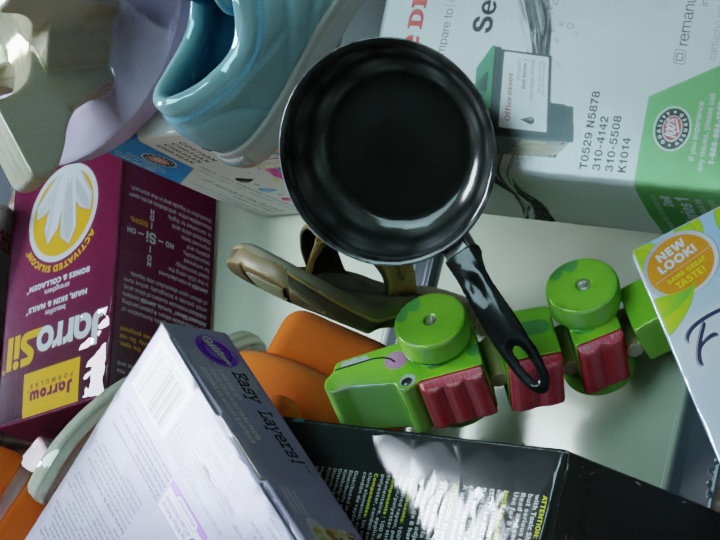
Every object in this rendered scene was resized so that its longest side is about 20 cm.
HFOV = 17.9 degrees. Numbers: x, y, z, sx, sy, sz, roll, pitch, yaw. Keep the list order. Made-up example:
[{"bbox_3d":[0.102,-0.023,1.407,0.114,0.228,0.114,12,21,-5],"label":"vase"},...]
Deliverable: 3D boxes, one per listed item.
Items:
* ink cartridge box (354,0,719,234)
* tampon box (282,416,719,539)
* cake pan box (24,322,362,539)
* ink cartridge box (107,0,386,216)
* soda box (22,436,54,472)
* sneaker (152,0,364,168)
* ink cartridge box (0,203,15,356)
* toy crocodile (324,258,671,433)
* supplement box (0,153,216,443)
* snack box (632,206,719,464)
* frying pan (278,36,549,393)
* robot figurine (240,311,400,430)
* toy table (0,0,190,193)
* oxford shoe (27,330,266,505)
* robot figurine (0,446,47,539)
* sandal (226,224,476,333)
[{"bbox_3d":[0.110,-0.103,1.186,0.199,0.084,0.147,6,76,21],"label":"ink cartridge box"},{"bbox_3d":[0.060,0.156,1.123,0.200,0.150,0.127,3,75,47],"label":"tampon box"},{"bbox_3d":[-0.089,0.153,1.123,0.184,0.052,0.200,-56,47,21],"label":"cake pan box"},{"bbox_3d":[-0.030,-0.124,1.338,0.200,0.147,0.145,-3,71,45],"label":"ink cartridge box"},{"bbox_3d":[-0.225,0.203,1.450,0.200,0.068,0.064,-51,47,17],"label":"soda box"},{"bbox_3d":[-0.047,-0.157,1.199,0.074,0.082,0.201,17,84,47],"label":"sneaker"},{"bbox_3d":[-0.293,0.049,1.521,0.083,0.145,0.201,17,83,5],"label":"ink cartridge box"},{"bbox_3d":[0.081,0.046,1.169,0.199,0.068,0.062,-14,43,2],"label":"toy crocodile"},{"bbox_3d":[-0.161,0.008,1.458,0.110,0.086,0.201,-18,61,39],"label":"supplement box"},{"bbox_3d":[0.225,0.046,1.051,0.142,0.053,0.200,-26,53,11],"label":"snack box"},{"bbox_3d":[0.045,-0.039,1.136,0.190,0.031,0.115,35,109,10],"label":"frying pan"},{"bbox_3d":[-0.049,0.126,1.248,0.144,0.117,0.200,-8,52,62],"label":"robot figurine"},{"bbox_3d":[-0.187,-0.129,1.279,0.184,0.117,0.200,51,126,21],"label":"toy table"},{"bbox_3d":[-0.109,0.090,1.309,0.058,0.200,0.075,47,128,16],"label":"oxford shoe"},{"bbox_3d":[-0.189,0.177,1.307,0.144,0.200,0.117,-59,6,-29],"label":"robot figurine"},{"bbox_3d":[0.000,0.000,1.215,0.080,0.200,0.054,21,96,35],"label":"sandal"}]
